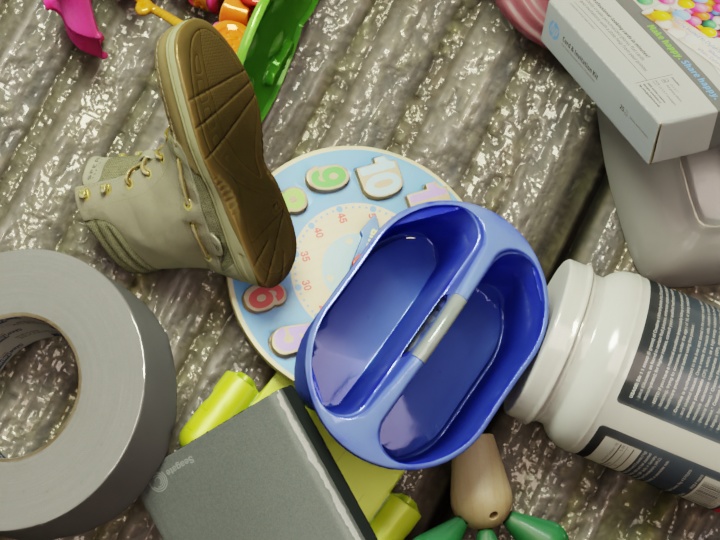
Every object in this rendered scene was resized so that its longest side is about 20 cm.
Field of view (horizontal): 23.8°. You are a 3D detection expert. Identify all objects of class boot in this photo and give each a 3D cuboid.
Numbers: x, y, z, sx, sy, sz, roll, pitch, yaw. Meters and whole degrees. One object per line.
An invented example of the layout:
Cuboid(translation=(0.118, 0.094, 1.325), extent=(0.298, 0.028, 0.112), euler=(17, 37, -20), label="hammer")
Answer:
Cuboid(translation=(-0.140, -0.080, 1.210), extent=(0.072, 0.155, 0.200), euler=(-45, 128, -42), label="boot")

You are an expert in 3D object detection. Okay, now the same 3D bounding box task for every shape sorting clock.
Cuboid(translation=(0.000, 0.000, 1.274), extent=(0.200, 0.039, 0.200), euler=(5, 70, -13), label="shape sorting clock")

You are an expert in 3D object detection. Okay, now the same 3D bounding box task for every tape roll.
Cuboid(translation=(-0.232, 0.088, 1.209), extent=(0.200, 0.066, 0.200), euler=(-4, 74, 15), label="tape roll")

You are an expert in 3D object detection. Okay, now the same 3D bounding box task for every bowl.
Cuboid(translation=(0.294, -0.097, 1.319), extent=(0.200, 0.075, 0.200), euler=(-10, 81, -8), label="bowl")

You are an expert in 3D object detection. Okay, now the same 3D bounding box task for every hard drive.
Cuboid(translation=(-0.058, 0.199, 1.195), extent=(0.140, 0.033, 0.200), euler=(-32, 83, 21), label="hard drive")

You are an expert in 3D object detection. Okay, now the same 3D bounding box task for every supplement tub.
Cuboid(translation=(0.220, 0.085, 1.249), extent=(0.200, 0.140, 0.140), euler=(23, 80, -2), label="supplement tub")

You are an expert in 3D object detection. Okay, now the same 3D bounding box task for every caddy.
Cuboid(translation=(0.042, 0.046, 1.199), extent=(0.141, 0.105, 0.200), euler=(37, 74, -7), label="caddy")

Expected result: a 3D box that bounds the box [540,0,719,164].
Cuboid(translation=(0.257, -0.157, 1.245), extent=(0.200, 0.041, 0.156), euler=(-13, 47, -22), label="box")

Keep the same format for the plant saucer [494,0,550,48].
Cuboid(translation=(0.185, -0.262, 1.299), extent=(0.200, 0.051, 0.201), euler=(-7, 107, -25), label="plant saucer")

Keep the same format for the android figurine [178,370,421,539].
Cuboid(translation=(-0.050, 0.158, 1.264), extent=(0.182, 0.041, 0.200), euler=(39, 78, 1), label="android figurine")

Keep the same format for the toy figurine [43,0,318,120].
Cuboid(translation=(-0.139, -0.212, 1.279), extent=(0.184, 0.150, 0.200), euler=(22, 59, 8), label="toy figurine")

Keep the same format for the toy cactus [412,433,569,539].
Cuboid(translation=(0.094, 0.204, 1.247), extent=(0.200, 0.102, 0.165), euler=(-4, 77, -10), label="toy cactus")
